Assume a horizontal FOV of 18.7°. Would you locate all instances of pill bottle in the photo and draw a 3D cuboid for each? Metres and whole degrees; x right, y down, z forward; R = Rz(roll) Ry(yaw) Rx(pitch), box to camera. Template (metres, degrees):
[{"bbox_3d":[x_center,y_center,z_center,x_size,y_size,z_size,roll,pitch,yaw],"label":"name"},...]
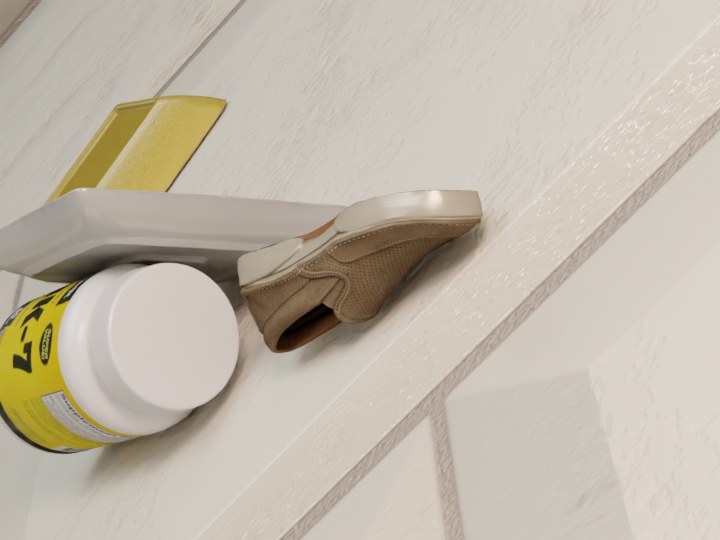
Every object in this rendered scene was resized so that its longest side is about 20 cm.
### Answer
[{"bbox_3d":[-0.167,0.058,1.475,0.200,0.114,0.115,-19,37,57],"label":"pill bottle"}]

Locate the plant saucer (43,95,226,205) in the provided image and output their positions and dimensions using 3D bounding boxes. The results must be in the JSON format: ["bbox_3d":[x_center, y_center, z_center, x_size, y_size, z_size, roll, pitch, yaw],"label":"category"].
[{"bbox_3d":[-0.221,-0.083,1.960,0.201,0.048,0.200,-56,20,-12],"label":"plant saucer"}]

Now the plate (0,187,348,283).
[{"bbox_3d":[-0.138,-0.017,1.481,0.200,0.198,0.033,-18,73,58],"label":"plate"}]

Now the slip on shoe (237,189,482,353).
[{"bbox_3d":[0.000,0.000,1.286,0.199,0.076,0.061,-19,76,44],"label":"slip on shoe"}]
